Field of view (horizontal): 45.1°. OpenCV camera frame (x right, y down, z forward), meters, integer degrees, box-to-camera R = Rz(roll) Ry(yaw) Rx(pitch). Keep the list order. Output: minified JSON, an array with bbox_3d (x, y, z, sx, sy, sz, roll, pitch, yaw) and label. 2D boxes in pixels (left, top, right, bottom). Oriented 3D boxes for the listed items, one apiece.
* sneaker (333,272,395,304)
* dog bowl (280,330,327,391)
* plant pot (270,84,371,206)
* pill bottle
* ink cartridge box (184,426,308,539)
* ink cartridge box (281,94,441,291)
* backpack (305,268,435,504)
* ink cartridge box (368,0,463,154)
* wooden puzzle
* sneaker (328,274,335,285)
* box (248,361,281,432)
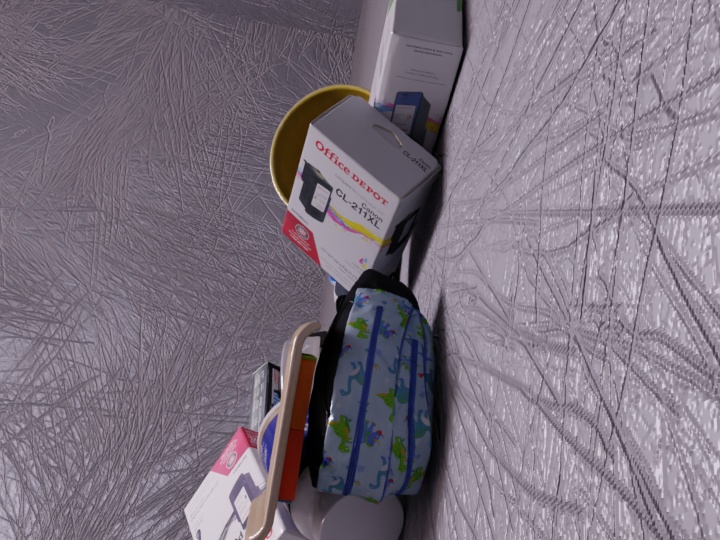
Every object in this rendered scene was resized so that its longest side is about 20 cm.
[{"bbox_3d":[0.002,0.000,1.291,0.203,0.076,0.148,-118,25,-66],"label":"sneaker"},{"bbox_3d":[-0.068,0.183,1.219,0.200,0.058,0.203,-6,-90,-86],"label":"dog bowl"},{"bbox_3d":[-0.015,-0.152,1.287,0.142,0.197,0.203,32,-116,-67],"label":"plant pot"},{"bbox_3d":[-0.035,0.227,0.953,0.200,0.114,0.117,-140,57,-60],"label":"pill bottle"},{"bbox_3d":[-0.130,0.319,1.079,0.146,0.084,0.200,-55,34,10],"label":"ink cartridge box"},{"bbox_3d":[-0.006,-0.086,1.053,0.083,0.145,0.201,-39,-18,-35],"label":"ink cartridge box"},{"bbox_3d":[0.009,0.125,0.834,0.200,0.152,0.165,-53,-17,-58],"label":"backpack"},{"bbox_3d":[0.061,-0.239,1.053,0.201,0.086,0.147,106,172,-48],"label":"ink cartridge box"},{"bbox_3d":[-0.069,0.149,0.845,0.185,0.037,0.203,145,139,-84],"label":"wooden puzzle"},{"bbox_3d":[0.000,-0.036,1.436,0.074,0.081,0.202,-85,9,-50],"label":"sneaker"},{"bbox_3d":[-0.093,0.255,1.306,0.046,0.158,0.202,-40,36,34],"label":"box"}]
